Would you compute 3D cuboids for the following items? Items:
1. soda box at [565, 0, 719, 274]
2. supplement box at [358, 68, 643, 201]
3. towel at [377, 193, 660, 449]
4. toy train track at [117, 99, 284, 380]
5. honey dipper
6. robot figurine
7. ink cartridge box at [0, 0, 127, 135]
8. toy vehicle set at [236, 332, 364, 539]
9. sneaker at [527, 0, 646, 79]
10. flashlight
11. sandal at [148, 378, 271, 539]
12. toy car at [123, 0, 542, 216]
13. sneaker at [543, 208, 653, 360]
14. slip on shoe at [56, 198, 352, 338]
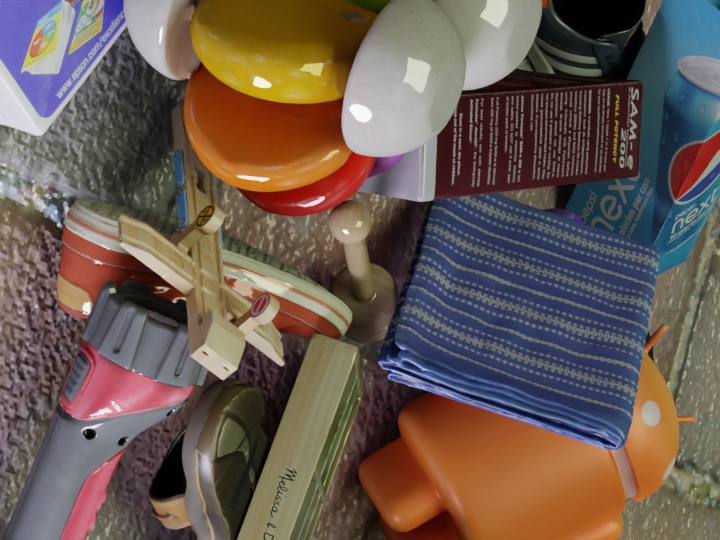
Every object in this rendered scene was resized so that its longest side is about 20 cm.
[{"bbox_3d":[0.196,-0.090,1.736,0.064,0.068,0.201,-26,148,-44],"label":"soda box"},{"bbox_3d":[0.060,-0.080,1.620,0.199,0.108,0.061,-9,104,-47],"label":"supplement box"},{"bbox_3d":[0.094,0.018,1.607,0.200,0.144,0.024,-72,180,-55],"label":"towel"},{"bbox_3d":[-0.073,-0.025,1.438,0.115,0.032,0.201,38,25,-31],"label":"toy train track"},{"bbox_3d":[0.000,0.000,1.539,0.200,0.038,0.038,82,28,-76],"label":"honey dipper"},{"bbox_3d":[0.101,0.103,1.664,0.199,0.117,0.145,-26,84,-6],"label":"robot figurine"},{"bbox_3d":[-0.159,-0.206,1.389,0.199,0.043,0.200,-55,136,-27],"label":"ink cartridge box"},{"bbox_3d":[-0.045,0.143,1.554,0.124,0.026,0.201,81,29,-77],"label":"toy vehicle set"},{"bbox_3d":[0.149,-0.145,1.727,0.200,0.084,0.075,39,69,-46],"label":"sneaker"},{"bbox_3d":[-0.135,0.107,1.428,0.201,0.067,0.068,-68,162,11],"label":"flashlight"},{"bbox_3d":[-0.085,0.111,1.493,0.200,0.054,0.082,88,22,-66],"label":"sandal"},{"bbox_3d":[-0.016,-0.106,1.443,0.200,0.174,0.151,-42,147,-49],"label":"toy car"},{"bbox_3d":[0.141,0.039,1.776,0.099,0.069,0.201,-41,131,-44],"label":"sneaker"},{"bbox_3d":[-0.084,0.012,1.505,0.199,0.074,0.062,15,100,-47],"label":"slip on shoe"}]
